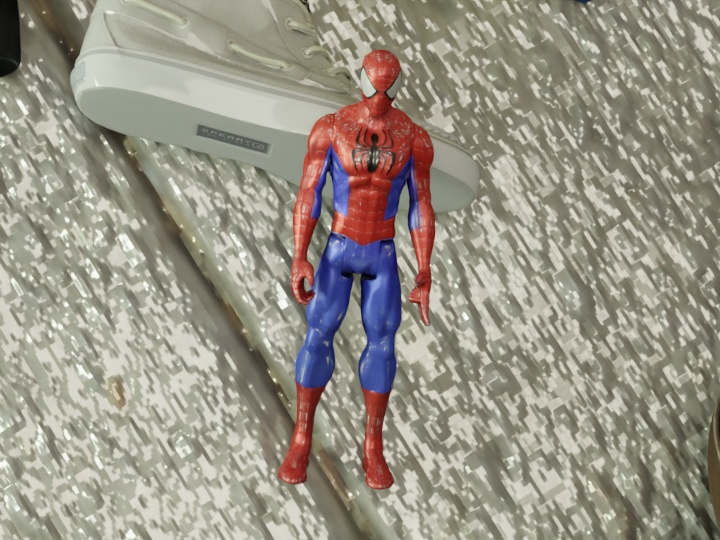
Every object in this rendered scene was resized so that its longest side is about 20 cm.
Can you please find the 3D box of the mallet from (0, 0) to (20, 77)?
[{"bbox_3d":[-0.260,-0.125,1.062,0.198,0.041,0.066,0,78,-3],"label":"mallet"}]

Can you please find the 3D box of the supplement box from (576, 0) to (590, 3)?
[{"bbox_3d":[0.041,-0.221,1.080,0.199,0.109,0.110,16,76,-3],"label":"supplement box"}]

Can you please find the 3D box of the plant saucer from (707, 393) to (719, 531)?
[{"bbox_3d":[0.226,0.133,1.011,0.200,0.200,0.032,43,118,3],"label":"plant saucer"}]

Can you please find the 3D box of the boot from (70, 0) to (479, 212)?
[{"bbox_3d":[-0.031,-0.098,1.065,0.199,0.074,0.096,17,68,-10],"label":"boot"}]

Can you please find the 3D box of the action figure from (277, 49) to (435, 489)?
[{"bbox_3d":[0.000,0.000,1.015,0.065,0.052,0.202,5,104,-2],"label":"action figure"}]
